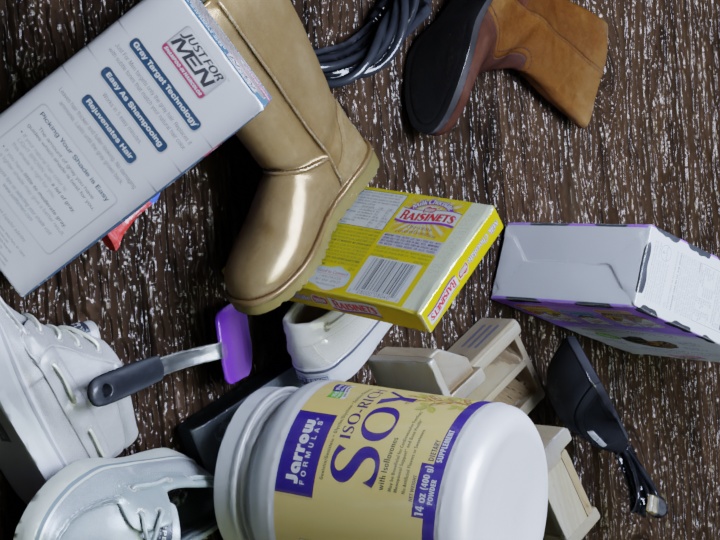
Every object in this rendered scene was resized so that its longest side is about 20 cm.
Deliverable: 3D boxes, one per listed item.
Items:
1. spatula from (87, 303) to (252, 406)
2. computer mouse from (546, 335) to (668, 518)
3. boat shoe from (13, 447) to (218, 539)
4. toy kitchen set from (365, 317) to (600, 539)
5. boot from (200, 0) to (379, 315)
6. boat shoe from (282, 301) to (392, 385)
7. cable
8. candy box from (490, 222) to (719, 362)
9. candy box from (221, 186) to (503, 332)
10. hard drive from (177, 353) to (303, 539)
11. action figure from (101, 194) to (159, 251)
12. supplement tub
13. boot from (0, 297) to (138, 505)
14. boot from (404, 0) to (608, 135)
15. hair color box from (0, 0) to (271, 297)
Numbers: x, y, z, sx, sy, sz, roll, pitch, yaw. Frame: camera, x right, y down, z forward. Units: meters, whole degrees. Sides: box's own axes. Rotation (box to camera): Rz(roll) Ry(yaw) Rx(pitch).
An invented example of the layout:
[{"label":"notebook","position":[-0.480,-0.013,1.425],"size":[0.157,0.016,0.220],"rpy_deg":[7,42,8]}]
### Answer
[{"label":"spatula","position":[-0.126,0.064,1.061],"size":[0.199,0.020,0.057],"rpy_deg":[-19,102,-57]},{"label":"computer mouse","position":[0.205,0.145,1.288],"size":[0.141,0.046,0.200],"rpy_deg":[65,6,27]},{"label":"boat shoe","position":[-0.148,0.163,1.006],"size":[0.200,0.071,0.071],"rpy_deg":[-10,115,-64]},{"label":"toy kitchen set","position":[0.107,0.087,1.180],"size":[0.180,0.199,0.165],"rpy_deg":[-40,114,-33]},{"label":"boot","position":[-0.080,-0.097,1.049],"size":[0.176,0.066,0.201],"rpy_deg":[-58,135,-29]},{"label":"boat shoe","position":[0.000,0.000,1.157],"size":[0.200,0.070,0.070],"rpy_deg":[-51,131,-39]},{"label":"cable","position":[-0.017,-0.236,1.176],"size":[0.200,0.051,0.164],"rpy_deg":[-45,116,-30]},{"label":"candy box","position":[0.241,0.021,1.311],"size":[0.199,0.167,0.072],"rpy_deg":[21,79,-38]},{"label":"candy box","position":[-0.003,-0.015,1.092],"size":[0.103,0.198,0.027],"rpy_deg":[-52,131,-26]},{"label":"hard drive","position":[-0.048,0.174,1.160],"size":[0.139,0.033,0.202],"rpy_deg":[-31,109,-35]},{"label":"action figure","position":[-0.146,-0.120,1.059],"size":[0.201,0.065,0.099],"rpy_deg":[-53,129,-26]},{"label":"supplement tub","position":[0.014,0.153,1.042],"size":[0.145,0.198,0.148],"rpy_deg":[-16,108,-59]},{"label":"boot","position":[-0.218,0.055,1.006],"size":[0.095,0.073,0.202],"rpy_deg":[-42,123,-38]},{"label":"boot","position":[0.129,-0.171,1.305],"size":[0.199,0.068,0.191],"rpy_deg":[29,65,-44]},{"label":"hair color box","position":[-0.163,-0.085,0.966],"size":[0.199,0.061,0.100],"rpy_deg":[-36,98,9]}]
